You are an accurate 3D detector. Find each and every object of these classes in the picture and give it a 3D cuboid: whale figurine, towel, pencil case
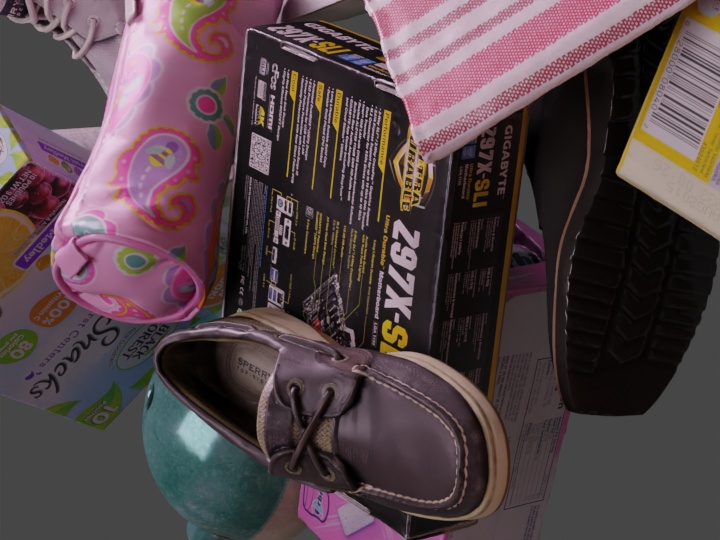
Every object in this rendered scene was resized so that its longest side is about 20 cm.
[{"bbox_3d":[-0.081,0.077,1.127,0.200,0.103,0.160,10,85,66],"label":"whale figurine"},{"bbox_3d":[0.066,-0.148,0.854,0.146,0.030,0.201,-31,48,17],"label":"towel"},{"bbox_3d":[-0.096,-0.074,1.013,0.087,0.087,0.201,-35,37,52],"label":"pencil case"}]

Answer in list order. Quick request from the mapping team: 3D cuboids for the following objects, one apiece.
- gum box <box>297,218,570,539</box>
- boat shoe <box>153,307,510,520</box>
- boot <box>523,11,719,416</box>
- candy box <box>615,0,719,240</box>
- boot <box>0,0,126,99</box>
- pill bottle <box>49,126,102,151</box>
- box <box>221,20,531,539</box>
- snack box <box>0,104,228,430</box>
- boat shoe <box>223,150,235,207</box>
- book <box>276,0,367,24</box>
[{"bbox_3d":[0.040,0.060,0.987,0.113,0.066,0.201,39,126,45],"label":"gum box"},{"bbox_3d":[-0.018,0.065,0.875,0.200,0.065,0.074,15,107,50],"label":"boat shoe"},{"bbox_3d":[0.091,-0.043,0.905,0.138,0.077,0.201,11,93,60],"label":"boot"},{"bbox_3d":[0.172,-0.106,0.771,0.102,0.026,0.201,38,114,43],"label":"candy box"},{"bbox_3d":[-0.161,-0.140,1.111,0.074,0.095,0.201,-49,59,48],"label":"boot"},{"bbox_3d":[-0.205,-0.028,1.213,0.109,0.199,0.110,14,107,54],"label":"pill bottle"},{"bbox_3d":[0.000,0.000,0.933,0.159,0.049,0.201,26,116,46],"label":"box"},{"bbox_3d":[-0.172,0.004,1.134,0.142,0.200,0.053,-44,54,14],"label":"snack box"},{"bbox_3d":[-0.044,-0.081,1.087,0.200,0.072,0.060,-23,80,60],"label":"boat shoe"},{"bbox_3d":[-0.010,-0.234,1.033,0.133,0.048,0.201,-6,89,57],"label":"book"}]
